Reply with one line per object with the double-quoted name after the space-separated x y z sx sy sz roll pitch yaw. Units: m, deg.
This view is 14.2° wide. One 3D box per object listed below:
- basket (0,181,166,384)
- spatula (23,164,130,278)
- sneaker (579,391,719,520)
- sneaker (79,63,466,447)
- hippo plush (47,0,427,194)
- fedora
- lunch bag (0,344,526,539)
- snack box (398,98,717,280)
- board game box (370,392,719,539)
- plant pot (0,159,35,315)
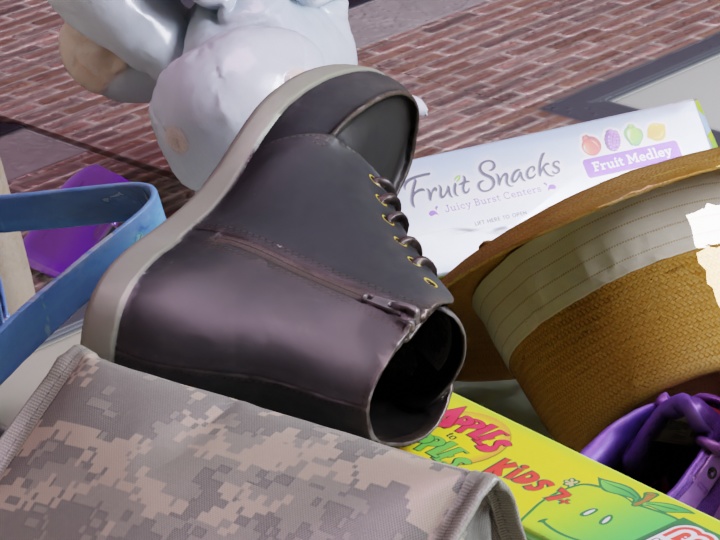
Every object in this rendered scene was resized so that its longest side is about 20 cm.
-0.192 0.018 1.091 0.200 0.139 0.176 2 28 31 "basket"
-0.082 0.003 1.253 0.200 0.021 0.057 28 81 41 "spatula"
0.134 0.075 1.000 0.200 0.084 0.081 -17 28 -32 "sneaker"
0.000 0.000 0.958 0.106 0.075 0.200 12 35 21 "sneaker"
-0.065 -0.074 1.316 0.159 0.200 0.161 -9 47 9 "hippo plush"
0.111 0.025 1.064 0.200 0.082 0.201 -18 -18 -6 "fedora"
-0.056 0.142 0.815 0.164 0.118 0.200 15 57 34 "lunch bag"
0.030 -0.001 1.130 0.200 0.053 0.142 -13 -17 -21 "snack box"
0.040 0.103 0.921 0.048 0.102 0.200 -20 29 -34 "board game box"
-0.261 -0.076 1.273 0.199 0.177 0.200 -8 25 -13 "plant pot"
